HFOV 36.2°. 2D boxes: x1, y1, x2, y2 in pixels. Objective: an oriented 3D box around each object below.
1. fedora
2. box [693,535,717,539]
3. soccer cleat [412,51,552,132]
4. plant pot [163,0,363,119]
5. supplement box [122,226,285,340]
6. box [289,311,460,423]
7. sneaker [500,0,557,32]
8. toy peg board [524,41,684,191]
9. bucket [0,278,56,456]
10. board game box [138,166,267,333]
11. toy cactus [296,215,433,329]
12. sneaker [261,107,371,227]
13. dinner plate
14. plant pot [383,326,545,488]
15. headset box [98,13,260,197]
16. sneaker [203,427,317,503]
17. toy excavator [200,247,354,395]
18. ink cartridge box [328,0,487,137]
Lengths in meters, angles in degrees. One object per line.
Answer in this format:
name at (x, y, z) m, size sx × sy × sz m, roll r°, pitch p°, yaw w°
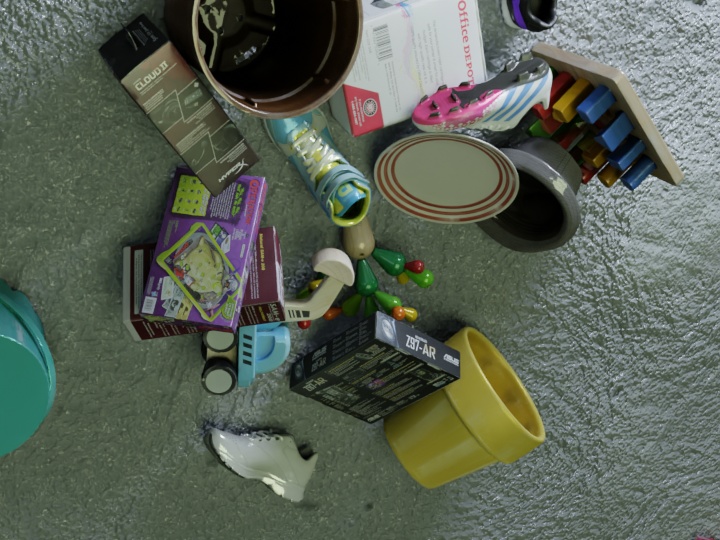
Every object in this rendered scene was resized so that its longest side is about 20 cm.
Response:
fedora at (0.237, -0.119, 1.540) m, size 0.176 × 0.200 × 0.091 m, roll 40°, pitch 64°, yaw -2°
box at (0.710, 0.589, 2.106) m, size 0.198 × 0.096 × 0.101 m, roll 20°, pitch 105°, yaw -30°
soccer cleat at (0.162, -0.205, 1.414) m, size 0.197 × 0.070 × 0.087 m, roll -24°, pitch 132°, yaw -11°
plant pot at (-0.126, -0.289, 1.254) m, size 0.197 × 0.198 × 0.204 m, roll -8°, pitch 109°, yaw -24°
supplement box at (-0.197, 0.017, 1.389) m, size 0.196 × 0.110 × 0.061 m, roll -7°, pitch 151°, yaw 2°
box at (0.019, 0.143, 1.555) m, size 0.159 × 0.044 × 0.199 m, roll 26°, pitch 139°, yaw -30°
sneaker at (0.228, -0.405, 1.424) m, size 0.069 × 0.100 × 0.203 m, roll -20°, pitch 120°, yaw -16°
toy peg board at (0.308, -0.187, 1.500) m, size 0.098 × 0.199 × 0.200 m, roll -44°, pitch 123°, yaw -2°
bucket at (-0.473, 0.123, 1.340) m, size 0.204 × 0.135 × 0.210 m, roll -10°, pitch 119°, yaw -19°
board game box at (-0.191, -0.027, 1.357) m, size 0.118 × 0.203 × 0.032 m, roll 6°, pitch 157°, yaw 12°
toy cactus at (0.000, 0.000, 1.519) m, size 0.196 × 0.102 × 0.168 m, roll -9°, pitch 101°, yaw 4°
sneaker at (-0.048, -0.141, 1.408) m, size 0.079 × 0.131 × 0.201 m, roll -38°, pitch 122°, yaw -1°
dinner plate at (0.116, -0.128, 1.489) m, size 0.196 × 0.025 × 0.201 m, roll 7°, pitch 147°, yaw 5°
plant pot at (0.143, 0.219, 1.635) m, size 0.188 × 0.202 × 0.201 m, roll -37°, pitch 124°, yaw 14°
headset box at (-0.220, -0.203, 1.293) m, size 0.077 × 0.149 × 0.201 m, roll -38°, pitch 122°, yaw -3°
sneaker at (-0.145, 0.264, 1.601) m, size 0.199 × 0.074 × 0.088 m, roll 33°, pitch 86°, yaw -39°
toy excavator at (-0.113, 0.063, 1.468) m, size 0.196 × 0.100 × 0.198 m, roll 1°, pitch 116°, yaw -10°
ink cartridge box at (0.052, -0.278, 1.415) m, size 0.197 × 0.086 × 0.150 m, roll -21°, pitch 122°, yaw -16°
